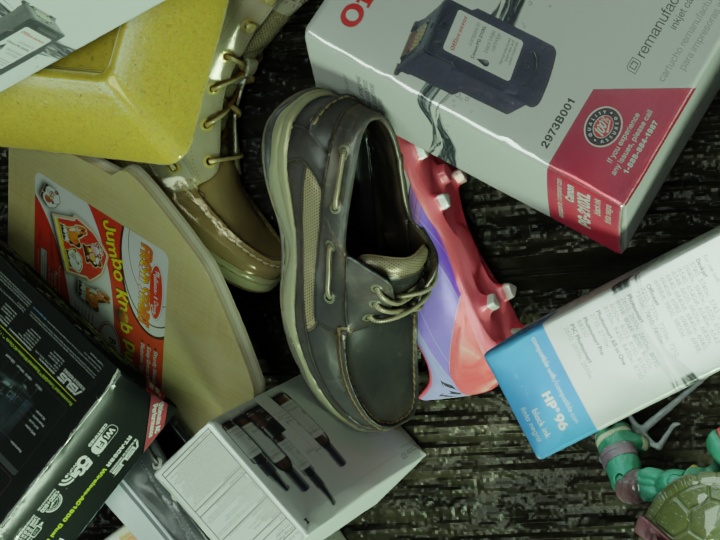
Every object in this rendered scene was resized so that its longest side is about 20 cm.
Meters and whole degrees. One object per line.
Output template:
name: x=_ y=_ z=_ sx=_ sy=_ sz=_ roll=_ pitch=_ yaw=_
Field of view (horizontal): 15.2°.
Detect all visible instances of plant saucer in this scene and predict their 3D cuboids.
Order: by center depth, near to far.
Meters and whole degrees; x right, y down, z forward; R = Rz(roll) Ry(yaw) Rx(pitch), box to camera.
plant saucer: x=-0.165 y=-0.168 z=1.526 sx=0.199 sy=0.048 sz=0.201 roll=7 pitch=78 yaw=32

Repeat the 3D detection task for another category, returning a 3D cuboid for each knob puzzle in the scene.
knob puzzle: x=-0.125 y=0.020 z=1.561 sx=0.219 sy=0.030 sz=0.221 roll=25 pitch=131 yaw=33

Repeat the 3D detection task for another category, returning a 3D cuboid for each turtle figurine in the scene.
turtle figurine: x=0.185 y=0.139 z=1.487 sx=0.149 sy=0.101 sz=0.201 roll=32 pitch=113 yaw=12

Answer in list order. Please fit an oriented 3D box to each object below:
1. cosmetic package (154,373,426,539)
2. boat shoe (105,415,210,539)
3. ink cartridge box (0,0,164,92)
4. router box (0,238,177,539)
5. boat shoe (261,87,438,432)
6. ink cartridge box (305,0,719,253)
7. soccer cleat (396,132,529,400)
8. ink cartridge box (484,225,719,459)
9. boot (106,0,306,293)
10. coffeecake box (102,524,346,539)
cosmetic package: x=-0.034 y=0.107 z=1.499 sx=0.051 sy=0.200 sz=0.083 roll=-43 pitch=84 yaw=20
boat shoe: x=-0.080 y=0.139 z=1.520 sx=0.200 sy=0.070 sz=0.066 roll=47 pitch=110 yaw=16
ink cartridge box: x=-0.204 y=-0.184 z=1.474 sx=0.199 sy=0.083 sz=0.146 roll=-27 pitch=61 yaw=21
router box: x=-0.216 y=0.075 z=1.528 sx=0.150 sy=0.062 sz=0.200 roll=-51 pitch=52 yaw=1
boat shoe: x=0.000 y=0.000 z=1.476 sx=0.073 sy=0.074 sz=0.201 roll=10 pitch=122 yaw=47
ink cartridge box: x=0.089 y=-0.125 z=1.456 sx=0.199 sy=0.084 sz=0.145 roll=29 pitch=77 yaw=14
soccer cleat: x=0.030 y=-0.023 z=1.533 sx=0.076 sy=0.067 sz=0.201 roll=-23 pitch=93 yaw=26
ink cartridge box: x=0.179 y=0.021 z=1.456 sx=0.199 sy=0.116 sz=0.068 roll=-29 pitch=89 yaw=22
boot: x=-0.075 y=-0.103 z=1.554 sx=0.155 sy=0.073 sz=0.200 roll=-42 pitch=80 yaw=19
coffeecake box: x=-0.066 y=0.220 z=1.595 sx=0.153 sy=0.073 sz=0.200 roll=-36 pitch=85 yaw=19
